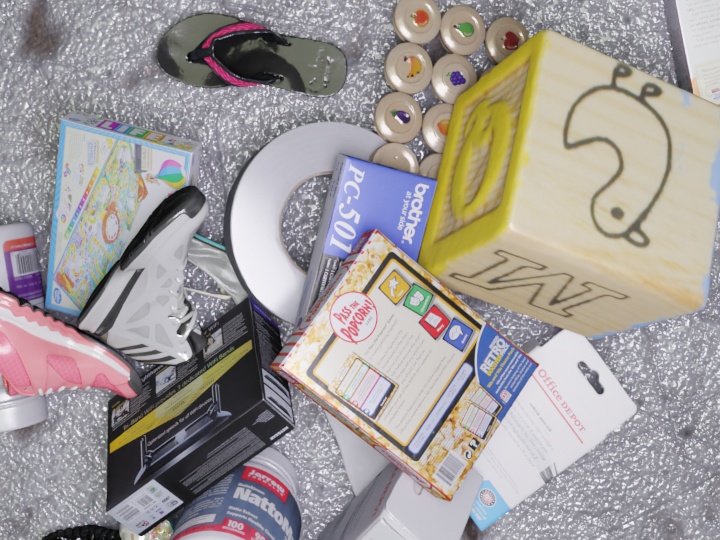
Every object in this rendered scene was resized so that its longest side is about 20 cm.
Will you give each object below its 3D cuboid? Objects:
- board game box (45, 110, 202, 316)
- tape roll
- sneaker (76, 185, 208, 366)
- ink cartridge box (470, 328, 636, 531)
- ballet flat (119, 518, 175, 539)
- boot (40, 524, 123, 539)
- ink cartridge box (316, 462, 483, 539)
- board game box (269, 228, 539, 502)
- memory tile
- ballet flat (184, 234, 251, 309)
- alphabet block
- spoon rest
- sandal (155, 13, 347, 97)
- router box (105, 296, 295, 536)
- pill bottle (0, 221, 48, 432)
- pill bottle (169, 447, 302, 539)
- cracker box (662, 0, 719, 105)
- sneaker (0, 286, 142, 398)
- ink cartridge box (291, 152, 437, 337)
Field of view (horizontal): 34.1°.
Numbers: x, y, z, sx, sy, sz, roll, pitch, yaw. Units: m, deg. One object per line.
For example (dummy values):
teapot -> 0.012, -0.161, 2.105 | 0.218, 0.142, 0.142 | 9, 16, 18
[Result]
board game box -> -0.235, -0.042, 1.152 | 0.132, 0.034, 0.203 | 15, 114, 5
tape roll -> -0.035, -0.043, 1.161 | 0.197, 0.066, 0.204 | 0, 92, -13
sneaker -> -0.175, 0.014, 1.114 | 0.115, 0.076, 0.201 | 36, 123, -14
ink cartridge box -> 0.167, 0.152, 1.192 | 0.199, 0.068, 0.117 | -37, 92, 6
ballet flat -> -0.201, 0.295, 1.187 | 0.064, 0.076, 0.201 | -33, 78, -26
boot -> -0.236, 0.353, 1.229 | 0.207, 0.079, 0.161 | 1, 95, 4
ink cartridge box -> 0.019, 0.271, 1.137 | 0.083, 0.146, 0.200 | 38, 123, -2
board game box -> 0.042, 0.085, 1.056 | 0.199, 0.046, 0.152 | 39, 77, -10
memory tile -> 0.088, -0.163, 1.153 | 0.151, 0.017, 0.203 | 11, 85, -17
ballet flat -> -0.192, -0.022, 1.195 | 0.198, 0.067, 0.064 | 30, 87, -1
alphabet block -> 0.189, -0.067, 1.061 | 0.197, 0.196, 0.198 | 18, 71, -16
spoon rest -> 0.011, 0.176, 1.202 | 0.099, 0.060, 0.202 | -29, 91, 31
sandal -> -0.111, -0.217, 1.185 | 0.197, 0.045, 0.076 | 8, 96, 3
router box -> -0.162, 0.141, 1.153 | 0.199, 0.158, 0.052 | -36, 125, 15
pill bottle -> -0.374, 0.058, 1.193 | 0.110, 0.111, 0.203 | -7, 95, 4
pill bottle -> -0.120, 0.258, 1.144 | 0.117, 0.200, 0.121 | 2, 111, 6
cracker box -> 0.369, -0.262, 1.147 | 0.132, 0.058, 0.203 | -12, 96, 4
sneaker -> -0.307, 0.090, 1.144 | 0.199, 0.073, 0.088 | 33, 82, -31
ink cartridge box -> 0.000, 0.000, 1.105 | 0.093, 0.044, 0.203 | 13, 96, -15
